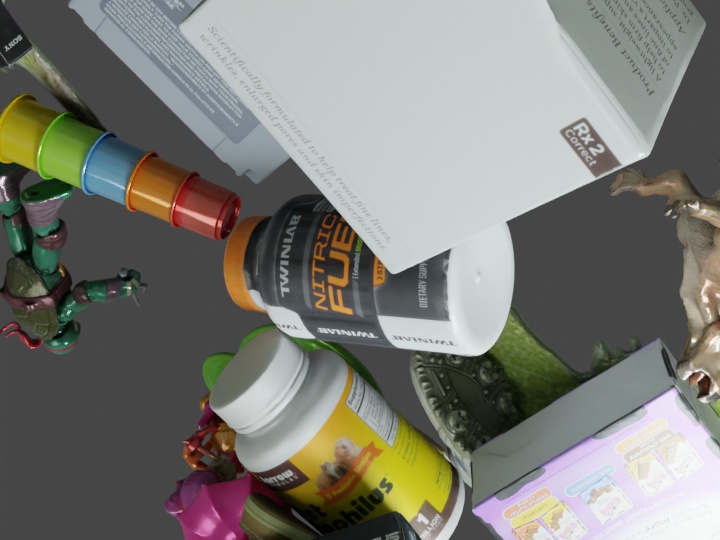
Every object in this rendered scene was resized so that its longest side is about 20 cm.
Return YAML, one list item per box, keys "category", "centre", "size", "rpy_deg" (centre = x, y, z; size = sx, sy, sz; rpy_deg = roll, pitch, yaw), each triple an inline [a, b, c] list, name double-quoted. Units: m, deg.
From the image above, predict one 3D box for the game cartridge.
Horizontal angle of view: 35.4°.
- category: "game cartridge"
  centre: [-0.105, -0.161, 0.773]
  size: [0.200, 0.041, 0.133]
  rpy_deg: [45, 142, -12]

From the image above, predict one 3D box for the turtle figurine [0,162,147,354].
- category: "turtle figurine"
  centre: [-0.267, 0.003, 0.992]
  size: [0.148, 0.101, 0.201]
  rpy_deg: [13, 131, 24]

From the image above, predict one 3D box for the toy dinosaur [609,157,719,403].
- category: "toy dinosaur"
  centre: [0.236, -0.029, 0.641]
  size: [0.135, 0.086, 0.200]
  rpy_deg: [35, 124, -16]

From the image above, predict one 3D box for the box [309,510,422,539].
- category: "box"
  centre: [-0.009, 0.262, 0.841]
  size: [0.159, 0.044, 0.200]
  rpy_deg: [-21, 140, 9]

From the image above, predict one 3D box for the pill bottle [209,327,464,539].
- category: "pill bottle"
  centre: [-0.019, 0.137, 0.862]
  size: [0.200, 0.110, 0.109]
  rpy_deg: [45, 139, -20]

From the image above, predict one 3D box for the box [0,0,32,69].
- category: "box"
  centre: [-0.361, -0.233, 0.875]
  size: [0.142, 0.036, 0.201]
  rpy_deg: [-9, 124, 39]

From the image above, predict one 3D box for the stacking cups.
- category: "stacking cups"
  centre: [-0.192, -0.074, 0.893]
  size: [0.199, 0.061, 0.061]
  rpy_deg: [26, 139, 10]

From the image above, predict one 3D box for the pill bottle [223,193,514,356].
- category: "pill bottle"
  centre: [0.000, 0.000, 0.801]
  size: [0.198, 0.106, 0.107]
  rpy_deg: [3, 130, 31]

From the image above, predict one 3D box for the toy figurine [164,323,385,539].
- category: "toy figurine"
  centre: [-0.102, 0.161, 0.962]
  size: [0.199, 0.184, 0.151]
  rpy_deg: [-1, 128, 35]

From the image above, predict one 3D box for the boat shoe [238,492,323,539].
- category: "boat shoe"
  centre: [-0.048, 0.238, 0.883]
  size: [0.073, 0.063, 0.201]
  rpy_deg: [30, 162, 31]

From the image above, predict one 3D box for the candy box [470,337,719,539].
- category: "candy box"
  centre: [0.203, 0.178, 0.812]
  size: [0.167, 0.072, 0.200]
  rpy_deg: [-34, 108, 19]

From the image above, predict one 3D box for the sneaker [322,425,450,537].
- category: "sneaker"
  centre: [0.018, 0.216, 0.998]
  size: [0.075, 0.090, 0.201]
  rpy_deg: [39, 141, 11]

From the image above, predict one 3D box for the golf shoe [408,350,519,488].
- category: "golf shoe"
  centre: [0.088, 0.136, 0.899]
  size: [0.097, 0.078, 0.201]
  rpy_deg: [-17, 116, 52]

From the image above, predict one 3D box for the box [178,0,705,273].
- category: "box"
  centre: [0.045, -0.135, 0.623]
  size: [0.199, 0.131, 0.199]
  rpy_deg: [49, 137, -15]
